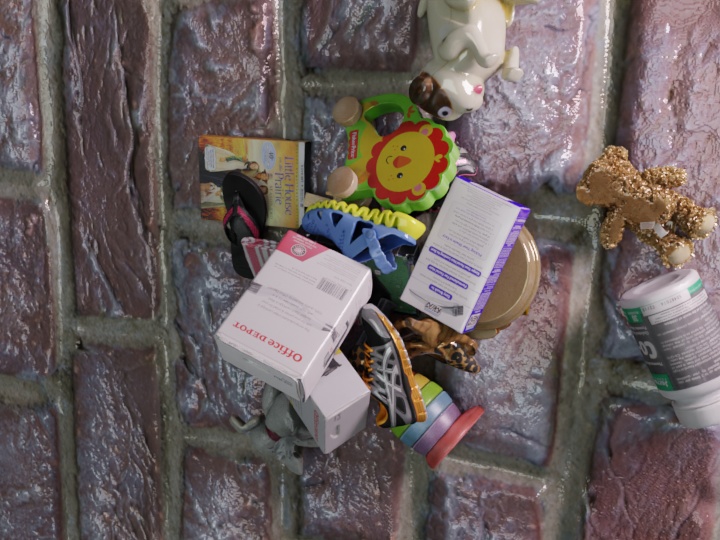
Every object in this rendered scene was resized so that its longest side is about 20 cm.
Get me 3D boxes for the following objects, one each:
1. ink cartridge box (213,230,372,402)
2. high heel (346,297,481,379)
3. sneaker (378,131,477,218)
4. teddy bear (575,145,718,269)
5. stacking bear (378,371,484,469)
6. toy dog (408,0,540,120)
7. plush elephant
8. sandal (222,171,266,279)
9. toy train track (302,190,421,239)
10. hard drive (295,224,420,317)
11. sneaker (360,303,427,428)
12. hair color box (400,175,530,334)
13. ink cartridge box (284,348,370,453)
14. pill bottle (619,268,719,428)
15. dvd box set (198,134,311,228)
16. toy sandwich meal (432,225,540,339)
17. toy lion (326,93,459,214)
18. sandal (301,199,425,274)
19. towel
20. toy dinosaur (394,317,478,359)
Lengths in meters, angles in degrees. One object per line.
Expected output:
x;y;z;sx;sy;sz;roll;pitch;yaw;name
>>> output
-0.092;0.064;1.165;0.145;0.200;0.085;25;151;15;ink cartridge box
0.081;0.151;1.274;0.199;0.071;0.143;30;72;-3;high heel
0.099;-0.112;1.246;0.095;0.079;0.200;40;104;-8;sneaker
0.400;-0.089;1.150;0.199;0.067;0.146;19;117;10;teddy bear
0.079;0.210;1.312;0.200;0.114;0.122;42;113;13;stacking bear
0.137;-0.312;1.148;0.193;0.139;0.201;18;99;32;toy dog
-0.122;0.252;1.374;0.165;0.200;0.155;48;139;-12;plush elephant
-0.195;-0.067;1.358;0.075;0.045;0.201;10;122;18;sandal
0.006;-0.088;1.314;0.199;0.033;0.115;17;94;11;toy train track
0.000;0.000;1.295;0.199;0.038;0.140;11;140;20;hard drive
0.035;0.145;1.201;0.077;0.078;0.201;-21;102;-3;sneaker
0.152;-0.022;1.190;0.109;0.065;0.201;29;102;22;hair color box
-0.075;0.157;1.245;0.200;0.085;0.148;51;158;24;ink cartridge box
0.452;0.109;1.138;0.113;0.113;0.201;-24;91;24;pill bottle
-0.178;-0.149;1.370;0.199;0.029;0.147;7;106;19;dvd box set
0.188;0.004;1.247;0.204;0.070;0.207;1;92;26;toy sandwich meal
0.051;-0.174;1.202;0.191;0.069;0.201;-9;64;24;toy lion
-0.007;-0.049;1.196;0.199;0.079;0.088;12;80;34;sandal
-0.089;0.015;1.314;0.199;0.030;0.147;12;139;23;towel
0.095;0.086;1.194;0.106;0.199;0.061;-19;63;38;toy dinosaur
